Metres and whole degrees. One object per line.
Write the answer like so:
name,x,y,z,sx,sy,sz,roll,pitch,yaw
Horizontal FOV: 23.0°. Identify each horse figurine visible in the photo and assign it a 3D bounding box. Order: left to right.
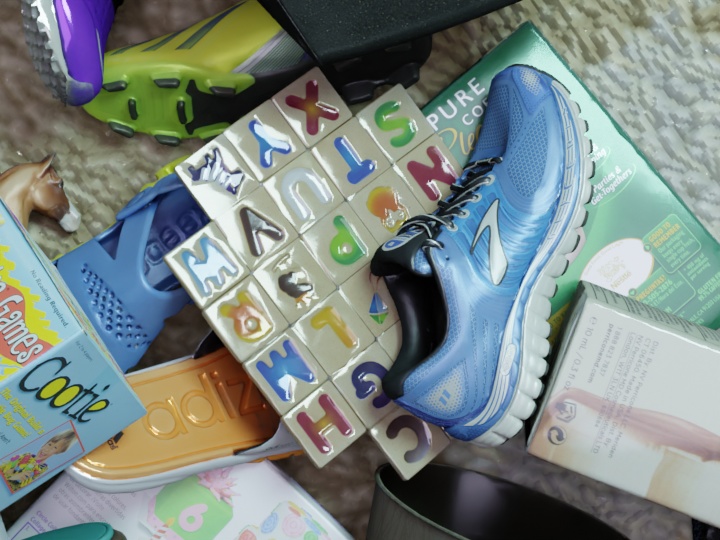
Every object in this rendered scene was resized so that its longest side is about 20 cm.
horse figurine,-0.227,0.037,0.964,0.200,0.050,0.133,-28,96,-6

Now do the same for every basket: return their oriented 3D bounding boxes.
basket,0.051,0.220,0.918,0.136,0.180,0.200,12,97,-22

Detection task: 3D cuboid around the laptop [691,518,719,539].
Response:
laptop,0.299,0.205,0.995,0.200,0.103,0.177,-4,86,23

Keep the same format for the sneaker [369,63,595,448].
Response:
sneaker,0.058,-0.016,0.900,0.089,0.079,0.200,19,73,-19

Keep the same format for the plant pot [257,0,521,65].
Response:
plant pot,-0.002,-0.220,0.880,0.177,0.200,0.200,-37,125,-1

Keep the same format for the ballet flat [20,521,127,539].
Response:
ballet flat,-0.206,0.185,0.900,0.200,0.068,0.067,-17,105,3

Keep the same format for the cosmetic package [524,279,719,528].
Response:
cosmetic package,0.191,0.083,0.904,0.200,0.103,0.087,21,96,4

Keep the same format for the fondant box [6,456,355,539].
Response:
fondant box,-0.120,0.171,0.956,0.144,0.058,0.200,44,87,1

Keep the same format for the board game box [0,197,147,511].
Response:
board game box,-0.221,0.067,0.830,0.200,0.105,0.103,-33,63,-6

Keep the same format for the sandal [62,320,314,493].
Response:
sandal,-0.060,0.061,0.915,0.207,0.059,0.079,-19,71,-38

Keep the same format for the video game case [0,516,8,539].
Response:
video game case,-0.264,0.150,0.869,0.182,0.023,0.200,-24,62,-2

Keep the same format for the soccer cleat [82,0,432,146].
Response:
soccer cleat,-0.059,-0.125,0.982,0.200,0.065,0.084,-11,56,2

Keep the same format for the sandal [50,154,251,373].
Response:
sandal,-0.124,0.009,0.927,0.079,0.087,0.200,44,72,-14

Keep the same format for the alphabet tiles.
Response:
alphabet tiles,0.000,0.000,0.919,0.166,0.006,0.200,-38,94,-24

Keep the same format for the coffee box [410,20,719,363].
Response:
coffee box,0.110,-0.025,0.982,0.123,0.044,0.200,-42,90,-2

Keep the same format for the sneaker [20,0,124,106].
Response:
sneaker,-0.135,-0.186,0.953,0.099,0.070,0.200,-4,71,-11
